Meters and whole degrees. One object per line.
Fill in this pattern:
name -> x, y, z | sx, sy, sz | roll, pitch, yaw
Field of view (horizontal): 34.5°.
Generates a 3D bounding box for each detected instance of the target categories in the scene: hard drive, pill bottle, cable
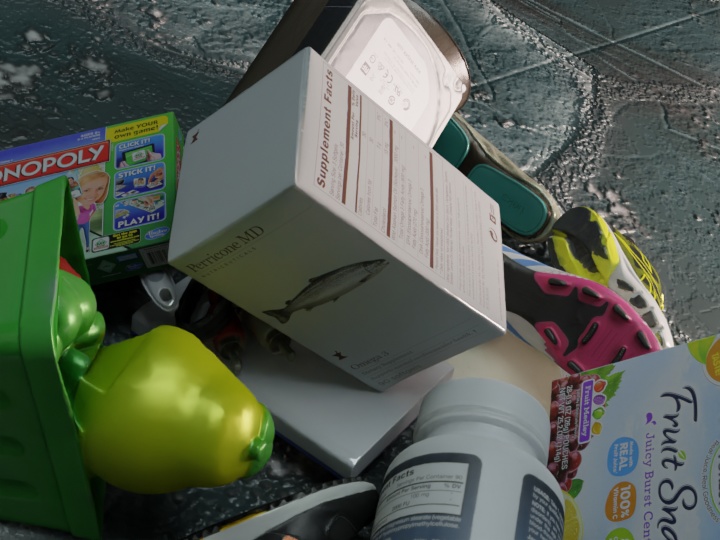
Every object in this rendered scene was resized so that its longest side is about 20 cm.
hard drive -> -0.049, 0.059, 0.849 | 0.200, 0.025, 0.132 | 31, 42, 21
hard drive -> -0.009, -0.106, 0.878 | 0.038, 0.140, 0.200 | 15, 66, 47
pill bottle -> 0.065, 0.172, 0.718 | 0.119, 0.120, 0.201 | 19, 48, -3
cable -> -0.102, 0.005, 0.863 | 0.097, 0.051, 0.200 | -22, 36, -13

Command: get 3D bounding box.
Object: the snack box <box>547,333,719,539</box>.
snack box -> 0.199, 0.151, 0.734 | 0.068, 0.168, 0.201 | 32, 53, -33

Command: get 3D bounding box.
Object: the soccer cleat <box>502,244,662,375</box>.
soccer cleat -> 0.147, 0.029, 0.891 | 0.200, 0.070, 0.086 | 31, 7, 23

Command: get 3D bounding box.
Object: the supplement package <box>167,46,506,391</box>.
supplement package -> -0.010, -0.026, 0.760 | 0.200, 0.117, 0.118 | 34, 43, -35

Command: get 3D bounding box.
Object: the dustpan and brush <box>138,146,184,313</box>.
dustpan and brush -> -0.169, -0.028, 0.848 | 0.139, 0.057, 0.200 | -22, 54, -15

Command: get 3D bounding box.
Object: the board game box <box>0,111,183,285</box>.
board game box -> -0.224, -0.039, 0.825 | 0.199, 0.029, 0.135 | -13, 48, 3

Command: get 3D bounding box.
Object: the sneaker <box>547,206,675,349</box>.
sneaker -> 0.232, 0.032, 0.977 | 0.084, 0.074, 0.201 | 12, 50, -39

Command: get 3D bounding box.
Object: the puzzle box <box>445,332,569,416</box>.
puzzle box -> 0.115, 0.101, 0.894 | 0.132, 0.025, 0.201 | 12, 43, -12

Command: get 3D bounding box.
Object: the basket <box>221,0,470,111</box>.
basket -> -0.033, -0.133, 0.970 | 0.180, 0.136, 0.200 | 33, 58, 10

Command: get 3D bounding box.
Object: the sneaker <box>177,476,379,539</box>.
sneaker -> -0.060, 0.193, 0.709 | 0.199, 0.070, 0.090 | -14, 80, -42

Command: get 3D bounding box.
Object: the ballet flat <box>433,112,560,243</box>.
ballet flat -> 0.103, -0.092, 1.073 | 0.200, 0.068, 0.062 | 45, 17, 18

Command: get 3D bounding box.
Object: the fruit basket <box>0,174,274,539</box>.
fruit basket -> -0.152, 0.063, 0.686 | 0.214, 0.216, 0.156 | 7, 44, -16
